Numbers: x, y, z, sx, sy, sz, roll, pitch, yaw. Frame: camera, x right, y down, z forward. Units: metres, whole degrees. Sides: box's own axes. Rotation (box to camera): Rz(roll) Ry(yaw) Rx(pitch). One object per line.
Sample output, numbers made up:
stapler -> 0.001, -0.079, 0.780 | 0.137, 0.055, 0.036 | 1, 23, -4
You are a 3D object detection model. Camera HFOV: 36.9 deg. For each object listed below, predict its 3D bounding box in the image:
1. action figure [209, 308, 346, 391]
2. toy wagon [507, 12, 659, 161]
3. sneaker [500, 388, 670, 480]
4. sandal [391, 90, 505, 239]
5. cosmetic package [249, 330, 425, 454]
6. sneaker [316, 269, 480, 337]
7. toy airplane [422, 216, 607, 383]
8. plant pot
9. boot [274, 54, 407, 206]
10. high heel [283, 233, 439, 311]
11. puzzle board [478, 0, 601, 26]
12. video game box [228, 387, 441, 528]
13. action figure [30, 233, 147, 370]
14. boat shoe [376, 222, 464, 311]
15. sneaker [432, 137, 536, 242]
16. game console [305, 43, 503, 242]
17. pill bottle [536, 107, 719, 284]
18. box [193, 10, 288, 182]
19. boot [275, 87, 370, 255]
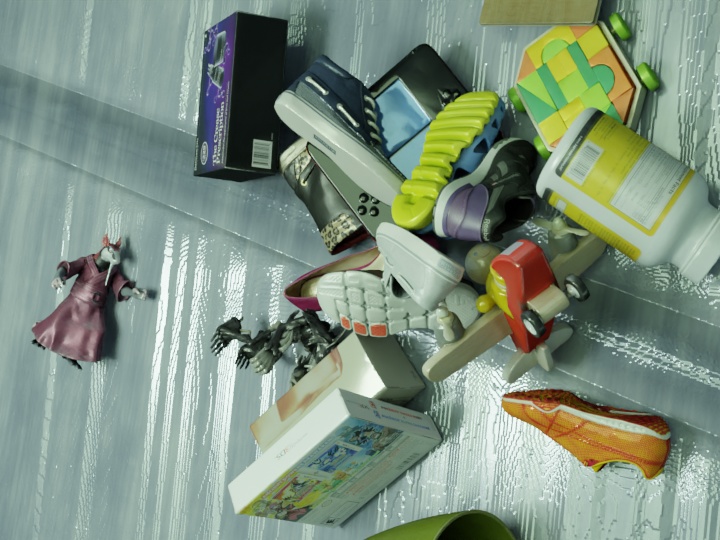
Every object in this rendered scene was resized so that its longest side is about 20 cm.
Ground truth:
action figure -> -0.094, 0.107, 1.384 | 0.198, 0.119, 0.103 | -1, 55, 39
toy wagon -> 0.261, -0.189, 1.226 | 0.154, 0.039, 0.202 | -34, 69, 26
sneaker -> 0.241, 0.180, 1.193 | 0.198, 0.073, 0.078 | 16, 104, 35
sandal -> 0.111, -0.117, 1.251 | 0.079, 0.087, 0.202 | 18, 72, 49
cosmetic package -> -0.030, 0.170, 1.345 | 0.200, 0.103, 0.088 | -42, 65, 21
sneaker -> 0.047, 0.032, 1.297 | 0.197, 0.082, 0.078 | 7, 110, 6
toy airplane -> 0.169, 0.031, 1.178 | 0.141, 0.199, 0.200 | 48, 123, 22
plant pot -> 0.060, 0.371, 1.245 | 0.198, 0.185, 0.190 | -11, 80, 46
boot -> 0.000, -0.167, 1.276 | 0.199, 0.073, 0.091 | 40, 74, 2
high heel -> 0.000, 0.000, 1.341 | 0.198, 0.095, 0.068 | -19, 76, 30
puzzle board -> 0.228, -0.378, 1.256 | 0.149, 0.017, 0.203 | 9, 79, 37
video game box -> -0.030, 0.230, 1.291 | 0.200, 0.181, 0.047 | -43, 54, 21
action figure -> -0.399, 0.041, 1.610 | 0.202, 0.133, 0.149 | -65, 16, -3
boat shoe -> 0.054, 0.000, 1.194 | 0.069, 0.072, 0.200 | -58, 26, 1
sneaker -> 0.165, -0.081, 1.200 | 0.087, 0.200, 0.077 | 17, 128, 29
game console -> 0.056, -0.148, 1.306 | 0.199, 0.031, 0.178 | -39, 84, 5
pill bottle -> 0.294, -0.075, 1.141 | 0.199, 0.112, 0.113 | 36, 105, 11
box -> -0.162, -0.226, 1.439 | 0.141, 0.078, 0.204 | 179, 95, -66
boot -> -0.002, -0.128, 1.368 | 0.199, 0.073, 0.152 | -33, 74, 19
